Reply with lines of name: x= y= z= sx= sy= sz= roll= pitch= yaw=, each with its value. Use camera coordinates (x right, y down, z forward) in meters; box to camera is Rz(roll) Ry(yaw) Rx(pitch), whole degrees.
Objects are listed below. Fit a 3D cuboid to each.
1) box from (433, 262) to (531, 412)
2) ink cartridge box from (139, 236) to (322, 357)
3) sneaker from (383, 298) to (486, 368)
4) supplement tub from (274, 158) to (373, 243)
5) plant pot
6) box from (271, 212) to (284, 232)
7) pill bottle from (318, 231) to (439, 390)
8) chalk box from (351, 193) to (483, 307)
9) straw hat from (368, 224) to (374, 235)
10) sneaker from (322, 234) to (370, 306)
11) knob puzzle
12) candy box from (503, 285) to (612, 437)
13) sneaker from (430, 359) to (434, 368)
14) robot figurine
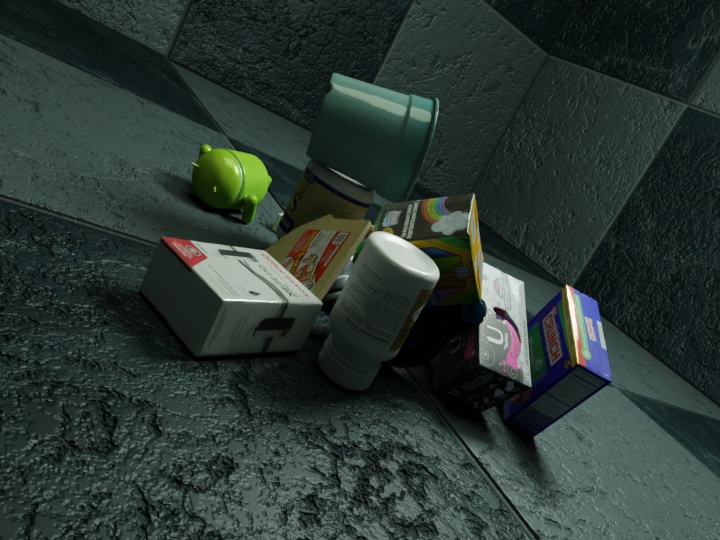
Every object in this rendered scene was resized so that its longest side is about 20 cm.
box: x=0.202 y=0.110 z=1.068 sx=0.112 sy=0.132 sz=0.205 roll=22 pitch=52 yaw=-22
ink cartridge box: x=-0.167 y=0.036 z=0.841 sx=0.143 sy=0.085 sz=0.198 roll=38 pitch=16 yaw=30
sneaker: x=0.113 y=0.088 z=1.024 sx=0.074 sy=0.197 sz=0.083 roll=53 pitch=15 yaw=-28
supplement tub: x=-0.076 y=-0.096 z=1.212 sx=0.143 sy=0.203 sz=0.146 roll=27 pitch=14 yaw=-8
plant pot: x=0.015 y=-0.242 z=1.117 sx=0.191 sy=0.205 sz=0.201 roll=20 pitch=16 yaw=-7
box: x=-0.143 y=-0.109 z=1.439 sx=0.038 sy=0.042 sz=0.200 roll=32 pitch=16 yaw=9
pill bottle: x=0.019 y=0.061 z=0.882 sx=0.112 sy=0.204 sz=0.115 roll=24 pitch=20 yaw=-10
chalk box: x=0.087 y=-0.026 z=0.983 sx=0.194 sy=0.127 sz=0.126 roll=-5 pitch=33 yaw=19
straw hat: x=0.016 y=-0.053 z=1.382 sx=0.197 sy=0.087 sz=0.201 roll=29 pitch=6 yaw=-3
sneaker: x=0.000 y=0.000 z=1.152 sx=0.196 sy=0.111 sz=0.070 roll=-19 pitch=-1 yaw=-28
knob puzzle: x=-0.092 y=-0.009 z=1.006 sx=0.031 sy=0.217 sz=0.220 roll=54 pitch=-2 yaw=-35
candy box: x=0.330 y=0.159 z=1.090 sx=0.075 sy=0.201 sz=0.172 roll=24 pitch=43 yaw=-13
sneaker: x=0.185 y=0.141 z=1.205 sx=0.197 sy=0.079 sz=0.112 roll=19 pitch=19 yaw=-37
robot figurine: x=-0.266 y=-0.186 z=1.296 sx=0.176 sy=0.116 sz=0.199 roll=46 pitch=19 yaw=12
